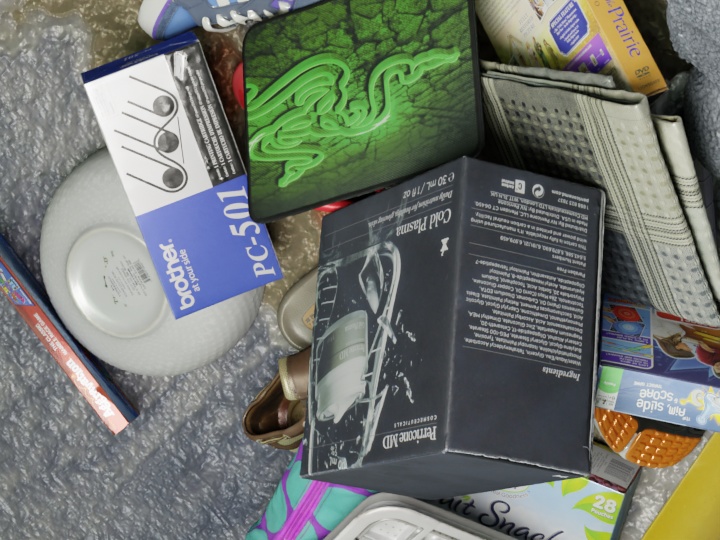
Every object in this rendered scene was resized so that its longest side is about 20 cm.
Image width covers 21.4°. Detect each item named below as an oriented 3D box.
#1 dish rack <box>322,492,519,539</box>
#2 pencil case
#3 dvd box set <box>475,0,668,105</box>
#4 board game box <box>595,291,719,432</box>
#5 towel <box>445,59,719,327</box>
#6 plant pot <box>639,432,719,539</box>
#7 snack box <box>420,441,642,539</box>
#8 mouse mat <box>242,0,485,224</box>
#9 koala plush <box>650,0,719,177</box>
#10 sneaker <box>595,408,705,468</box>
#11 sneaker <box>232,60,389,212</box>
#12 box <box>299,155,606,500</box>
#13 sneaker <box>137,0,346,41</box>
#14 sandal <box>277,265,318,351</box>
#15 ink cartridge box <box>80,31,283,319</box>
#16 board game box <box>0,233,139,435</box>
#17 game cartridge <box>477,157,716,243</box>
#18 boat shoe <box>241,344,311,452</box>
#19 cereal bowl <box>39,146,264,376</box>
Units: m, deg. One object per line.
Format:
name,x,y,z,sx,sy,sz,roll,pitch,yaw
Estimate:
dish rack,0.047,0.239,1.460,0.199,0.044,0.172,25,127,-23
pencil case,-0.023,0.169,1.478,0.085,0.092,0.200,39,134,14
dvd box set,0.131,-0.183,1.336,0.201,0.029,0.146,64,157,10
board game box,0.263,0.071,1.349,0.199,0.136,0.035,12,115,4
towel,0.161,-0.060,1.325,0.192,0.035,0.201,19,144,48
plant pot,0.294,0.266,1.409,0.176,0.200,0.201,28,117,-2
snack box,0.105,0.196,1.523,0.199,0.068,0.170,21,117,14
mouse mat,-0.002,-0.129,1.361,0.199,0.008,0.162,-16,67,30
koala plush,0.267,-0.144,1.294,0.176,0.184,0.201,17,125,17
sneaker,0.175,0.078,1.444,0.199,0.092,0.076,28,105,-23
sneaker,-0.039,-0.107,1.437,0.199,0.115,0.079,31,110,25
box,0.061,0.047,1.315,0.200,0.123,0.198,-21,62,58
sneaker,-0.062,-0.198,1.451,0.200,0.081,0.147,-39,86,23
sandal,0.000,0.000,1.507,0.200,0.055,0.082,-39,90,27
ink cartridge box,-0.136,-0.072,1.469,0.094,0.044,0.201,-22,111,-5
board game box,-0.258,0.051,1.610,0.019,0.103,0.200,-38,91,0
game cartridge,0.169,-0.026,1.442,0.199,0.038,0.130,0,112,23
boat shoe,-0.029,0.089,1.503,0.202,0.074,0.075,-48,47,44
cereal bowl,-0.182,-0.003,1.568,0.199,0.083,0.201,8,110,21
